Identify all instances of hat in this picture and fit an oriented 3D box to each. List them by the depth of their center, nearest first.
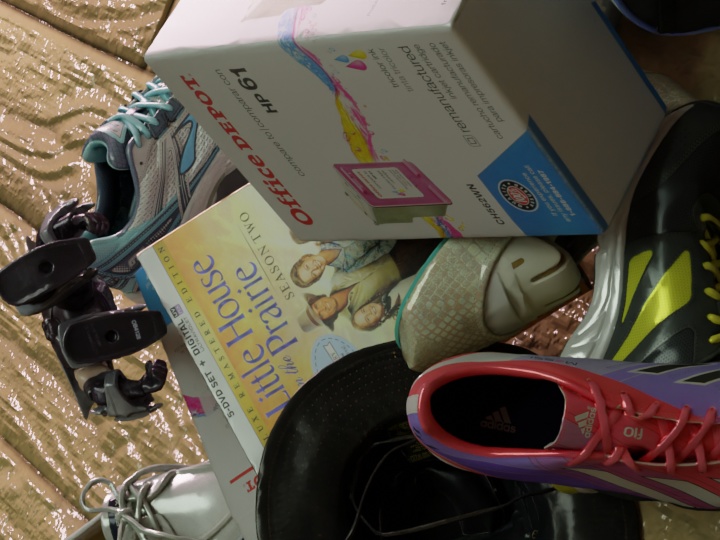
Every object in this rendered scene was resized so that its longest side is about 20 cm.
[{"bbox_3d":[0.041,0.136,1.182,0.081,0.200,0.201,88,-177,-64],"label":"hat"}]

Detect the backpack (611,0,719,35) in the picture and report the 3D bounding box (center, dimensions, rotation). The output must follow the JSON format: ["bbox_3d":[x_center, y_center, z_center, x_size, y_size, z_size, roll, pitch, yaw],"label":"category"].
[{"bbox_3d":[0.150,-0.221,1.042,0.147,0.183,0.200,-128,22,-52],"label":"backpack"}]

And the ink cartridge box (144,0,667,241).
[{"bbox_3d":[0.019,-0.088,1.122,0.200,0.145,0.085,0,51,44],"label":"ink cartridge box"}]

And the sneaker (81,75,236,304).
[{"bbox_3d":[-0.115,-0.079,1.424,0.078,0.086,0.200,11,82,55],"label":"sneaker"}]

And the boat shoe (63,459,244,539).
[{"bbox_3d":[-0.128,0.152,1.425,0.202,0.086,0.075,-31,49,44],"label":"boat shoe"}]

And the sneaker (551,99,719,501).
[{"bbox_3d":[0.154,0.019,1.125,0.085,0.074,0.200,16,86,38],"label":"sneaker"}]

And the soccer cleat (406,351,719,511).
[{"bbox_3d":[0.119,0.069,1.045,0.199,0.073,0.068,5,87,10],"label":"soccer cleat"}]

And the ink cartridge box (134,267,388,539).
[{"bbox_3d":[-0.033,0.062,1.312,0.115,0.068,0.200,-34,71,34],"label":"ink cartridge box"}]

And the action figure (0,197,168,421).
[{"bbox_3d":[-0.151,0.025,1.326,0.069,0.130,0.200,-29,0,-5],"label":"action figure"}]

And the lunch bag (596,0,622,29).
[{"bbox_3d":[0.101,-0.199,1.250,0.200,0.117,0.164,-83,11,-87],"label":"lunch bag"}]

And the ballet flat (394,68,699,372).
[{"bbox_3d":[0.097,-0.023,1.168,0.200,0.067,0.062,-49,46,-12],"label":"ballet flat"}]

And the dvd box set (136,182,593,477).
[{"bbox_3d":[0.000,0.000,1.244,0.200,0.029,0.147,-31,72,5],"label":"dvd box set"}]

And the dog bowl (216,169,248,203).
[{"bbox_3d":[-0.041,-0.051,1.435,0.200,0.059,0.200,-32,48,44],"label":"dog bowl"}]
